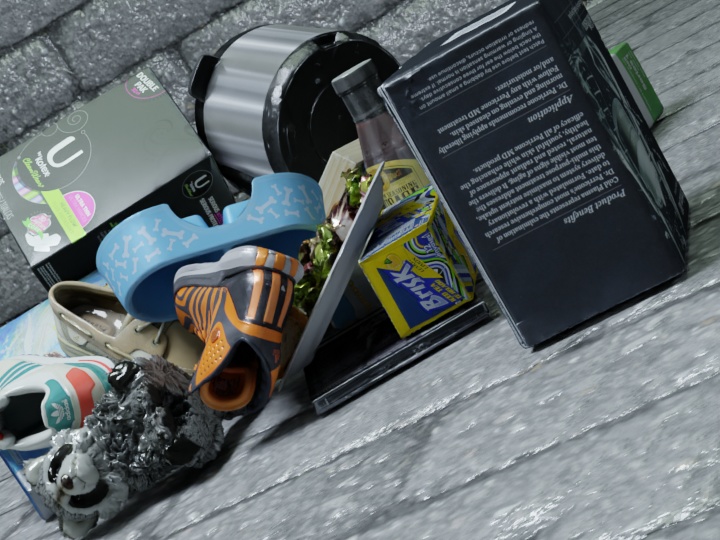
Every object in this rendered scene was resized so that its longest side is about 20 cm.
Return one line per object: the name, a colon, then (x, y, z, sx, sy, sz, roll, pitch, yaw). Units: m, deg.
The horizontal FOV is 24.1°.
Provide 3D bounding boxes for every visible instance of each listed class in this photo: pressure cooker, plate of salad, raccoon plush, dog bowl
pressure cooker: (-0.063, -0.154, 1.657, 0.178, 0.177, 0.200, -33, 28, -26)
plate of salad: (-0.031, 0.000, 1.335, 0.200, 0.048, 0.201, 25, -90, -90)
raccoon plush: (-0.166, 0.147, 1.319, 0.134, 0.097, 0.200, -42, -27, 18)
dog bowl: (-0.116, -0.015, 1.396, 0.199, 0.050, 0.112, -17, -31, -14)

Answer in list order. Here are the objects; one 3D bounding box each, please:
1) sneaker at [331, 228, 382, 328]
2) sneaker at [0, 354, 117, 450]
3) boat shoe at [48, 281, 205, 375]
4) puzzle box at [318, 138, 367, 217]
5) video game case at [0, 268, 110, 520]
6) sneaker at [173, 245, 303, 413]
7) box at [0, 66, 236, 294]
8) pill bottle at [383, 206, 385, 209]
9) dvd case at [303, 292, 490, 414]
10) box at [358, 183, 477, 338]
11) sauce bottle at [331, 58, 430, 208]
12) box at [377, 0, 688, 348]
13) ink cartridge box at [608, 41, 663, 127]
sneaker: (0.000, 0.000, 1.525, 0.081, 0.077, 0.200, -37, 3, 9)
sneaker: (-0.282, 0.110, 1.366, 0.199, 0.071, 0.093, -8, 5, 41)
boat shoe: (-0.183, 0.055, 1.449, 0.199, 0.065, 0.072, 15, 50, 26)
puzzle box: (-0.036, -0.023, 1.531, 0.201, 0.025, 0.133, -66, -8, 17)
video game case: (-0.252, 0.101, 1.501, 0.181, 0.046, 0.200, -32, 47, -16)
sneaker: (-0.109, 0.054, 1.297, 0.200, 0.077, 0.113, 147, 137, -68)
box: (-0.239, -0.070, 1.635, 0.199, 0.149, 0.124, -32, -35, -6)
pill bottle: (0.035, -0.083, 1.757, 0.113, 0.113, 0.200, -35, 9, -32)
dvd case: (0.022, 0.053, 1.329, 0.148, 0.016, 0.200, -31, 9, 0)
box: (0.050, -0.014, 1.329, 0.064, 0.070, 0.200, -28, 9, 12)
sauce bottle: (0.039, -0.085, 1.454, 0.066, 0.201, 0.066, -31, 7, 4)
box: (0.126, -0.082, 1.146, 0.124, 0.197, 0.200, -26, 9, 17)
ink cartridge box: (0.187, -0.128, 1.599, 0.144, 0.084, 0.200, -25, 10, 31)
